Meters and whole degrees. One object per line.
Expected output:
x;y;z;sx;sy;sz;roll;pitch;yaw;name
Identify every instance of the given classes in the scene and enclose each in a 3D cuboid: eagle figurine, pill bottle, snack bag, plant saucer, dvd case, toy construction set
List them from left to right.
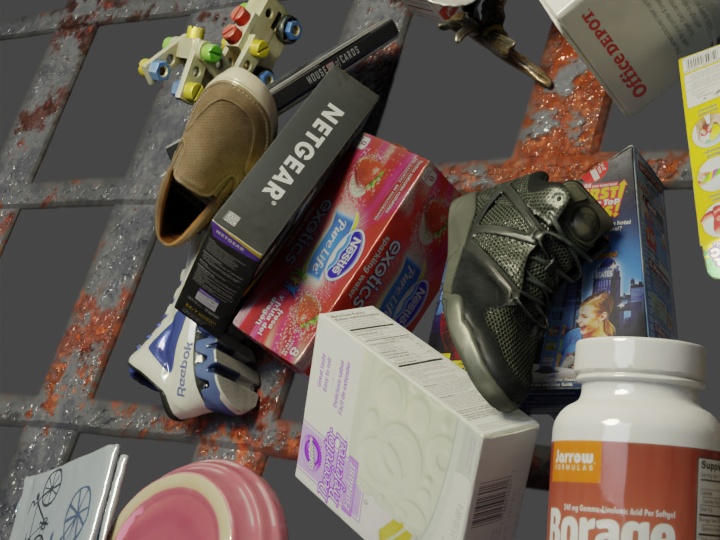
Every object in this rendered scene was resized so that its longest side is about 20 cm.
-0.279;0.262;1.246;0.199;0.021;0.191;-24;48;49;snack bag
-0.151;0.248;1.160;0.198;0.051;0.203;-20;52;27;plant saucer
-0.124;-0.242;1.401;0.201;0.131;0.092;-54;45;-3;toy construction set
-0.070;-0.165;1.284;0.149;0.025;0.200;-20;13;44;dvd case
0.141;-0.289;1.212;0.151;0.150;0.202;-91;26;-70;eagle figurine
0.174;0.148;0.884;0.111;0.112;0.203;-4;78;37;pill bottle

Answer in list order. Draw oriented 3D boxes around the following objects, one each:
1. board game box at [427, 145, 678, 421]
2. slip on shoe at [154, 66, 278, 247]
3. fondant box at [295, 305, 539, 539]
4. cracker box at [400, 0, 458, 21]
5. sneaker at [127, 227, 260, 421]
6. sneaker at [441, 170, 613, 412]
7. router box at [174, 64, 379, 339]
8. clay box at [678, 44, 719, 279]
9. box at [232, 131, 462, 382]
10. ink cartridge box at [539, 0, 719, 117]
0.158;0.011;1.059;0.198;0.062;0.202;-4;59;37;board game box
-0.131;-0.091;1.194;0.200;0.076;0.061;-48;6;50;slip on shoe
0.035;0.134;1.028;0.199;0.058;0.146;34;123;47;fondant box
0.050;-0.342;1.277;0.057;0.200;0.135;24;79;43;cracker box
-0.159;0.053;1.274;0.114;0.080;0.202;-21;53;24;sneaker
0.120;0.003;0.984;0.113;0.076;0.201;-26;35;27;sneaker
-0.072;-0.057;1.193;0.201;0.052;0.158;-56;-1;-34;router box
0.301;-0.084;1.015;0.114;0.048;0.202;-18;54;29;clay box
0.000;0.000;1.165;0.095;0.100;0.201;28;81;45;box
0.244;-0.240;1.092;0.199;0.146;0.085;-37;46;13;ink cartridge box
